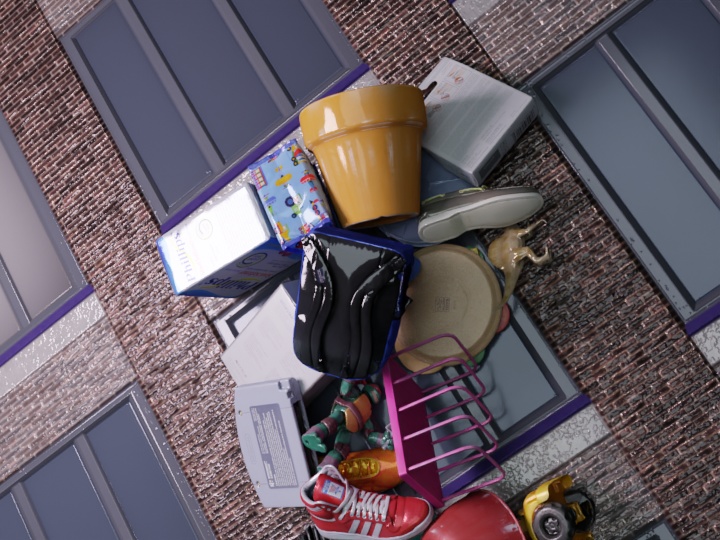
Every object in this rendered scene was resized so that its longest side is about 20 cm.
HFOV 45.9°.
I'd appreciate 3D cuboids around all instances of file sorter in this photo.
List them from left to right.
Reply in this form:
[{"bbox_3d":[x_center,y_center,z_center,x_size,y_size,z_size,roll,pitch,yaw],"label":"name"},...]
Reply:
[{"bbox_3d":[0.124,0.217,1.261,0.124,0.139,0.203,-24,49,17],"label":"file sorter"}]

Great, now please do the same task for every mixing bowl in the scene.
[{"bbox_3d":[0.149,0.429,1.229,0.199,0.106,0.205,11,103,61],"label":"mixing bowl"}]

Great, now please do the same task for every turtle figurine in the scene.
[{"bbox_3d":[-0.005,0.232,1.351,0.151,0.200,0.100,54,144,-11],"label":"turtle figurine"}]

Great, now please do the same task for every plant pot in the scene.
[{"bbox_3d":[0.017,-0.167,1.317,0.196,0.200,0.187,-12,87,16],"label":"plant pot"}]

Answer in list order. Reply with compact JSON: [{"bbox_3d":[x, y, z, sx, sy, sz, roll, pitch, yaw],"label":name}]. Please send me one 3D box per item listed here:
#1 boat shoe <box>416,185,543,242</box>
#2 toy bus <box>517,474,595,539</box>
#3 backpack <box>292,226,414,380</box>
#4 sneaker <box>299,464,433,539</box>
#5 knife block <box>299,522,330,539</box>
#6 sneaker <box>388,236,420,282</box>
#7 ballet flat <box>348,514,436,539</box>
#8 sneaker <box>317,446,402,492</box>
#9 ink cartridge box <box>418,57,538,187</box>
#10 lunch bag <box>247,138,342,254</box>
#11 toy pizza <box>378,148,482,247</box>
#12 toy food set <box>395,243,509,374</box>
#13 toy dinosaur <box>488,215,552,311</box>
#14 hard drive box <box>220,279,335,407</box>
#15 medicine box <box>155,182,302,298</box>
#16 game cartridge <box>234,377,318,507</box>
[{"bbox_3d":[0.183,-0.101,1.323,0.198,0.073,0.061,-14,52,9],"label":"boat shoe"},{"bbox_3d":[0.264,0.426,1.250,0.190,0.135,0.203,-29,73,29],"label":"toy bus"},{"bbox_3d":[-0.004,0.050,1.244,0.159,0.168,0.204,13,99,15],"label":"backpack"},{"bbox_3d":[0.002,0.342,1.253,0.196,0.114,0.072,-11,37,25],"label":"sneaker"},{"bbox_3d":[-0.048,0.513,1.366,0.173,0.064,0.203,25,92,20],"label":"knife block"},{"bbox_3d":[0.000,0.000,1.378,0.198,0.078,0.071,-23,40,32],"label":"sneaker"},{"bbox_3d":[0.026,0.412,1.320,0.197,0.068,0.071,-18,54,-22],"label":"ballet flat"},{"bbox_3d":[-0.009,0.327,1.369,0.196,0.077,0.075,-14,78,15],"label":"sneaker"},{"bbox_3d":[0.165,-0.246,1.389,0.199,0.047,0.161,35,82,37],"label":"ink cartridge box"},{"bbox_3d":[-0.080,-0.097,1.377,0.093,0.200,0.153,-28,72,11],"label":"lunch bag"},{"bbox_3d":[0.105,-0.136,1.407,0.196,0.032,0.205,-4,76,15],"label":"toy pizza"},{"bbox_3d":[0.137,0.058,1.368,0.194,0.049,0.204,-15,78,16],"label":"toy food set"},{"bbox_3d":[0.249,-0.022,1.334,0.099,0.058,0.204,-8,61,20],"label":"toy dinosaur"},{"bbox_3d":[-0.119,0.138,1.391,0.200,0.076,0.157,-46,71,32],"label":"hard drive box"},{"bbox_3d":[-0.201,-0.043,1.412,0.198,0.182,0.104,-29,76,19],"label":"medicine box"},{"bbox_3d":[-0.135,0.276,1.359,0.131,0.041,0.204,-11,94,39],"label":"game cartridge"}]
